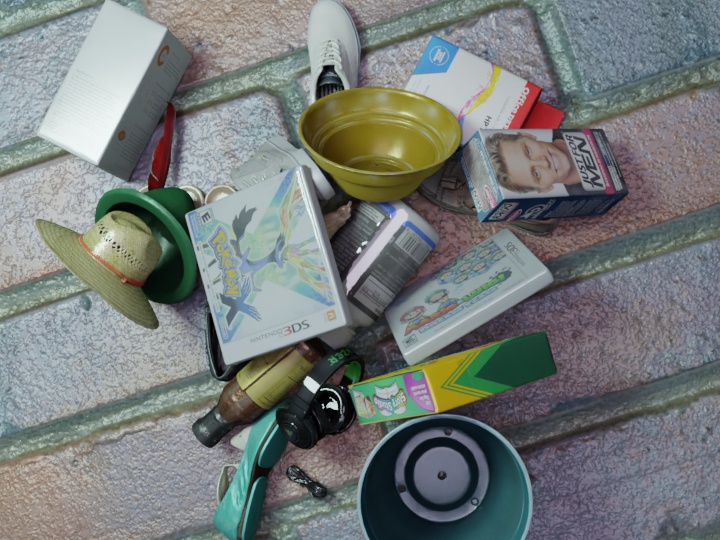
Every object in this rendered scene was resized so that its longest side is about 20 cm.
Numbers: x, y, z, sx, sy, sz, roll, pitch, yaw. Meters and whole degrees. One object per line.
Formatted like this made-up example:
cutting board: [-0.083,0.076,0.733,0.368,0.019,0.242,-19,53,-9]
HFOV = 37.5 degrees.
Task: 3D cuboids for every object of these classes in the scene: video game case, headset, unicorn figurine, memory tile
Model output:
video game case: [-0.115,-0.004,1.286,0.182,0.022,0.200,-20,81,27]
headset: [-0.046,0.195,1.355,0.094,0.123,0.200,35,115,23]
unicorn figurine: [-0.101,-0.019,1.346,0.074,0.137,0.200,36,130,-10]
memory tile: [-0.215,-0.042,1.442,0.200,0.017,0.154,2,85,7]
video game case: [0.126,0.028,1.323,0.200,0.182,0.024,-31,110,3]

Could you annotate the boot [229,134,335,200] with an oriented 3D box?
boot: [-0.105,-0.110,1.354,0.096,0.200,0.074,-38,115,-6]

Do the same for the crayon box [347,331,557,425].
crayon box: [0.106,0.131,1.271,0.172,0.200,0.058,-13,84,-28]

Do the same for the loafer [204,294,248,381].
loafer: [-0.169,0.046,1.386,0.068,0.070,0.201,4,92,5]

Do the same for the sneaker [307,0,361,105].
sneaker: [-0.034,-0.271,1.415,0.073,0.071,0.200,-7,84,5]

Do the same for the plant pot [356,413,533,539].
plant pot: [0.102,0.263,1.293,0.200,0.188,0.201,0,90,4]

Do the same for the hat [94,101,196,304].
hat: [-0.241,-0.082,1.426,0.165,0.176,0.200,21,131,20]

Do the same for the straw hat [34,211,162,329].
straw hat: [-0.296,-0.025,1.313,0.201,0.201,0.085,44,92,8]

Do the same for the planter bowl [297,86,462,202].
planter bowl: [0.022,-0.142,1.313,0.200,0.201,0.084,8,129,6]

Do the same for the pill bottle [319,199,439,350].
pill bottle: [0.000,0.000,1.367,0.114,0.114,0.200,39,90,8]

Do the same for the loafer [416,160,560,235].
loafer: [0.167,-0.101,1.384,0.200,0.063,0.072,19,88,7]

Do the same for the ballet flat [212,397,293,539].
ballet flat: [-0.146,0.253,1.386,0.070,0.067,0.200,18,85,21]

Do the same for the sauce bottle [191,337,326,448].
sauce bottle: [-0.135,0.151,1.369,0.200,0.066,0.066,-39,82,11]

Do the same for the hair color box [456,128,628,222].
hair color box: [0.229,-0.121,1.322,0.200,0.061,0.100,-5,66,-29]

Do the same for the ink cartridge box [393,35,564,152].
ink cartridge box: [0.158,-0.209,1.393,0.200,0.067,0.116,27,88,7]

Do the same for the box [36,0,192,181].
box: [-0.325,-0.237,1.415,0.097,0.124,0.200,27,88,8]
